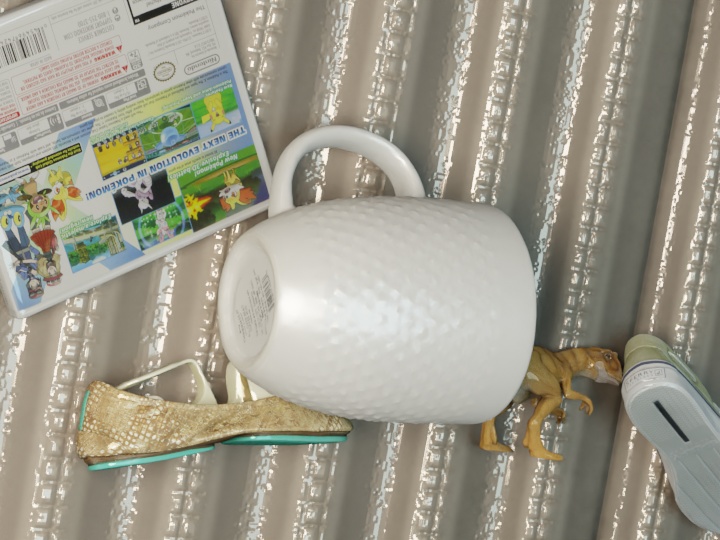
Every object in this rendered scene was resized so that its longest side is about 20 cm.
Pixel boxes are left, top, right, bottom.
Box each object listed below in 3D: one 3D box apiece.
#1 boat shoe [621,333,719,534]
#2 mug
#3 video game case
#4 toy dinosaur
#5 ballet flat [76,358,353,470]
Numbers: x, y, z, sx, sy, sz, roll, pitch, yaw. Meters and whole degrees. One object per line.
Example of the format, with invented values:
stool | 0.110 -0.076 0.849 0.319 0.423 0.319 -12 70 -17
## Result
boat shoe | 0.254 0.123 1.659 0.072 0.062 0.200 -19 131 20
mug | 0.000 0.000 1.444 0.174 0.148 0.201 3 69 -29
video game case | -0.161 -0.091 1.404 0.199 0.022 0.183 -25 110 -26
toy dinosaur | 0.113 0.078 1.572 0.199 0.060 0.107 10 88 -52
ballet flat | -0.093 0.089 1.450 0.199 0.070 0.066 -4 85 -34
